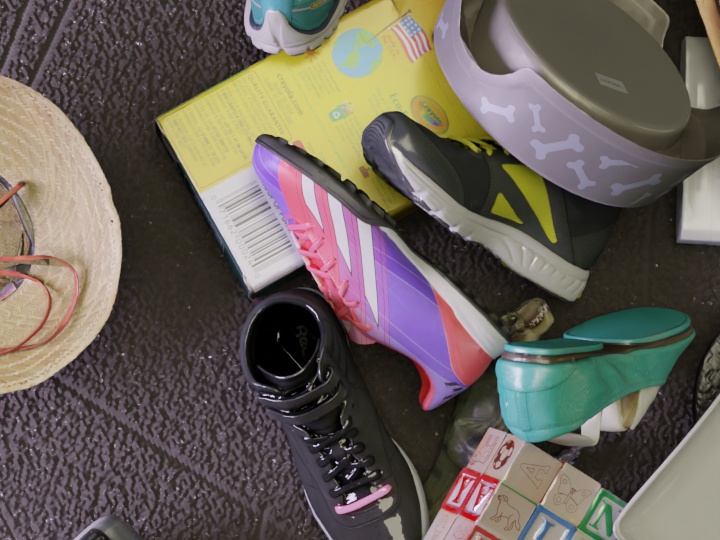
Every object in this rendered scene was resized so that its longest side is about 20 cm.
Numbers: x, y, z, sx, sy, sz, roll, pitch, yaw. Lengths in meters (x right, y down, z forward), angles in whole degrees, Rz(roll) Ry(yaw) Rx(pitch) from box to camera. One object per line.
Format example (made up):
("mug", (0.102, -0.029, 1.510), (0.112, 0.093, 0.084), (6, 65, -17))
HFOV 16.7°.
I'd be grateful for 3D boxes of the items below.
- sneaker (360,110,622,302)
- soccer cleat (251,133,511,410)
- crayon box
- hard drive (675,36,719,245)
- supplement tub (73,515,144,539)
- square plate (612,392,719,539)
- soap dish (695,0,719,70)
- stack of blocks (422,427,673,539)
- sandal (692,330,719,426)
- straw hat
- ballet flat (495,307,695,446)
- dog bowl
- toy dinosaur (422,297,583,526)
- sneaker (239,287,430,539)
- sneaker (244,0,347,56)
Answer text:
("sneaker", (0.081, -0.058, 1.486), (0.200, 0.074, 0.085), (32, 94, -41))
("soccer cleat", (0.000, 0.000, 1.473), (0.200, 0.068, 0.073), (42, 92, -13))
("crayon box", (-0.012, -0.084, 1.533), (0.200, 0.051, 0.127), (-28, 85, -6))
("hard drive", (0.303, -0.078, 1.565), (0.200, 0.027, 0.132), (3, 82, -3))
("supplement tub", (-0.123, 0.253, 1.445), (0.123, 0.123, 0.200), (-43, 87, -8))
("square plate", (0.264, 0.147, 1.478), (0.198, 0.028, 0.200), (47, 70, -16))
("soap dish", (0.317, -0.133, 1.515), (0.200, 0.081, 0.157), (-19, 88, -6))
("stack of blocks", (0.137, 0.195, 1.471), (0.200, 0.059, 0.115), (34, 83, -18))
("sandal", (0.241, 0.118, 1.532), (0.075, 0.045, 0.200), (4, 96, 2))
("straw hat", (-0.244, -0.023, 1.494), (0.201, 0.085, 0.201), (-1, 94, -10))
("ballet flat", (0.140, 0.068, 1.476), (0.067, 0.200, 0.070), (7, 100, 32))
("dog bowl", (0.131, -0.120, 1.488), (0.200, 0.200, 0.059), (39, 122, 2))
("toy dinosaur", (0.083, 0.118, 1.518), (0.088, 0.047, 0.200), (30, 86, 4))
("sneaker", (-0.021, 0.099, 1.473), (0.071, 0.099, 0.200), (-24, 78, 10))
("sneaker", (-0.025, -0.227, 1.519), (0.077, 0.080, 0.200), (6, 57, 10))
